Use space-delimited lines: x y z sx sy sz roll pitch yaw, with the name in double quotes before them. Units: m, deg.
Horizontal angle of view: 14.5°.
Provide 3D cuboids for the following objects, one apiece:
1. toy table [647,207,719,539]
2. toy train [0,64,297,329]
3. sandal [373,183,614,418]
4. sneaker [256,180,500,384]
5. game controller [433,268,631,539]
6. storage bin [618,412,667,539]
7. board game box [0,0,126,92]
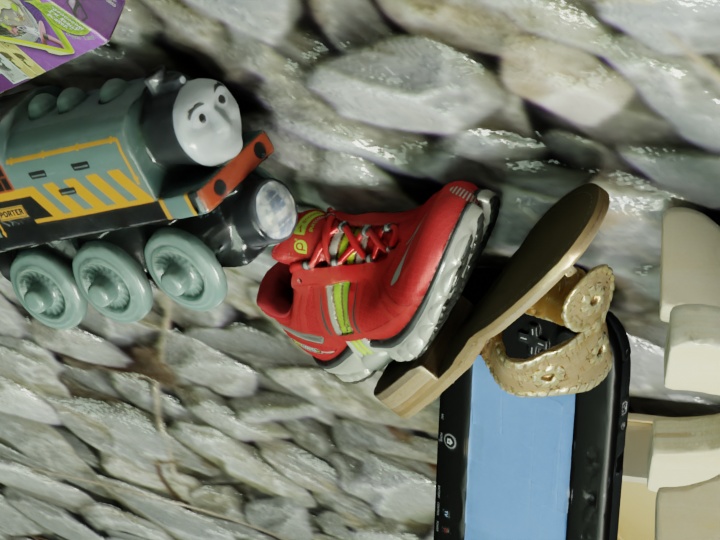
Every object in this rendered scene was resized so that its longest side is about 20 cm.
"toy table" 0.188 0.058 1.237 0.117 0.184 0.200 2 144 3
"toy train" -0.120 -0.038 1.370 0.200 0.085 0.114 -8 119 45
"sandal" 0.085 0.029 1.328 0.070 0.078 0.212 37 146 -9
"sneaker" 0.000 0.000 1.371 0.085 0.077 0.200 34 152 -9
"game controller" 0.083 0.096 1.414 0.104 0.042 0.200 15 118 26
"storage bin" 0.180 0.159 1.513 0.200 0.094 0.199 5 150 34
"board game box" -0.218 -0.153 1.294 0.200 0.032 0.120 35 155 -26
